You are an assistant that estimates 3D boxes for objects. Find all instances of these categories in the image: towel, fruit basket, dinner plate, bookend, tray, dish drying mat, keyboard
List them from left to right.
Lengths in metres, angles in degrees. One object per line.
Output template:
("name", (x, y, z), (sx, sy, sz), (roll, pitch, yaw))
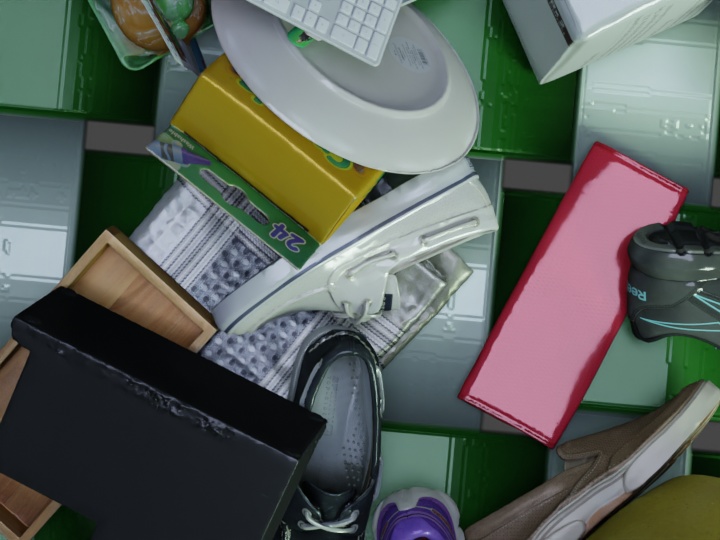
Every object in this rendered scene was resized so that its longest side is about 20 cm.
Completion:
("tray", (-0.195, 0.078, 1.416), (0.099, 0.037, 0.200), (42, 98, -1))
("bookend", (-0.154, 0.149, 1.359), (0.198, 0.092, 0.201), (25, 105, 5))
("fruit basket", (-0.143, -0.210, 1.365), (0.093, 0.200, 0.186), (-29, 87, -2))
("keyboard", (-0.067, -0.191, 1.295), (0.199, 0.011, 0.057), (26, 63, -15))
("towel", (-0.054, 0.003, 1.438), (0.192, 0.035, 0.200), (43, 87, 1))
("dinner plate", (-0.004, -0.144, 1.380), (0.200, 0.200, 0.024), (41, 128, 1))
("dish drying mat", (0.146, 0.016, 1.449), (0.077, 0.018, 0.201), (28, 88, 0))

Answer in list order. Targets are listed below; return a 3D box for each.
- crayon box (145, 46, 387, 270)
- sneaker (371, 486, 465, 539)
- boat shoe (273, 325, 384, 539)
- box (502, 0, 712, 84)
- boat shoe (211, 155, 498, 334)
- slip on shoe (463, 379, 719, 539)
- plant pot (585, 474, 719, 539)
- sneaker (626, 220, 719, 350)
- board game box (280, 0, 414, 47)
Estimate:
("crayon box", (-0.035, -0.099, 1.369), (0.126, 0.200, 0.052), (38, 129, 1))
("sneaker", (0.044, 0.245, 1.394), (0.080, 0.083, 0.201), (-13, 102, 5))
("boat shoe", (-0.024, 0.139, 1.405), (0.075, 0.060, 0.201), (-1, 100, -11))
("box", (0.144, -0.246, 1.371), (0.130, 0.200, 0.200), (-24, 88, -4))
("boat shoe", (0.000, 0.000, 1.397), (0.199, 0.071, 0.070), (-30, 89, -8))
("slip on shoe", (0.156, 0.136, 1.421), (0.200, 0.076, 0.061), (-44, 77, 3))
("plant pot", (0.215, 0.218, 1.370), (0.199, 0.200, 0.142), (28, 61, 1))
("sneaker", (0.274, 0.014, 1.435), (0.199, 0.075, 0.080), (4, 111, -3))
("board game box", (-0.030, -0.254, 1.391), (0.026, 0.200, 0.201), (-34, 87, 41))
